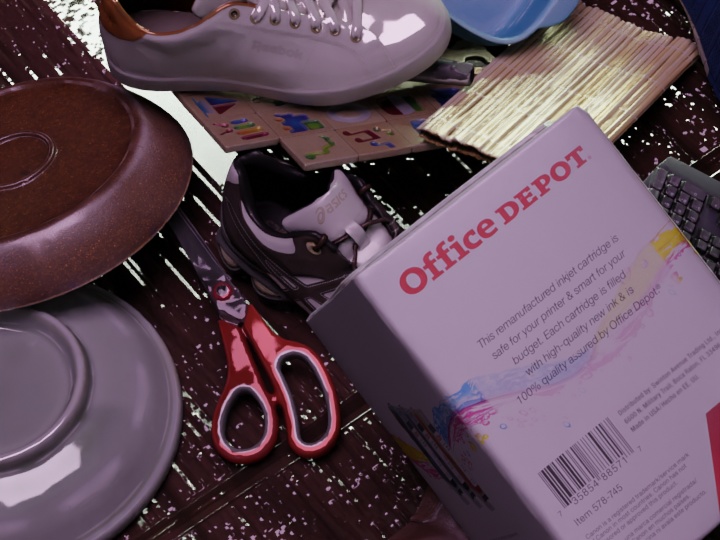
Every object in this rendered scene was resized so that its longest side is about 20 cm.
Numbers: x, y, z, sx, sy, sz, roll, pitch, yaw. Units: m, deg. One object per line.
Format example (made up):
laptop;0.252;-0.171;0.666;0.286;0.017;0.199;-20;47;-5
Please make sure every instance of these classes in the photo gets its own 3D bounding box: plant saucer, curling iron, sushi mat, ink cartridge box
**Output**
plant saucer;-0.196;-0.053;1.468;0.200;0.035;0.200;-10;38;8
curling iron;-0.027;-0.136;1.481;0.200;0.026;0.050;17;85;23
sushi mat;0.118;-0.105;1.471;0.096;0.012;0.200;21;37;21
ink cartridge box;0.095;0.049;1.241;0.145;0.145;0.200;-37;89;-15
plant saucer;-0.200;0.074;1.405;0.200;0.050;0.200;-3;55;5

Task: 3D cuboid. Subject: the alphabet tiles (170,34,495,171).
alphabet tiles;-0.006;-0.106;1.481;0.200;0.006;0.166;-11;33;-24

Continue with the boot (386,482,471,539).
boot;0.015;0.132;1.315;0.200;0.064;0.186;-42;77;-17

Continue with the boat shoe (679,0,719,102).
boat shoe;0.237;-0.160;1.505;0.072;0.072;0.200;-8;60;-25

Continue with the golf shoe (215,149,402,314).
golf shoe;0.000;0.000;1.408;0.200;0.095;0.078;26;61;21

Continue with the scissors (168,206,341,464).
scissors;-0.066;0.021;1.431;0.073;0.014;0.200;-18;64;2

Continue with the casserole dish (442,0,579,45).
casserole dish;0.043;-0.212;1.503;0.200;0.039;0.121;38;64;-8

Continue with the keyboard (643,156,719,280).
keyboard;0.226;0.026;1.361;0.200;0.021;0.127;28;59;-4

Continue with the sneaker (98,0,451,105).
sneaker;-0.049;-0.142;1.426;0.200;0.085;0.073;-4;58;3
